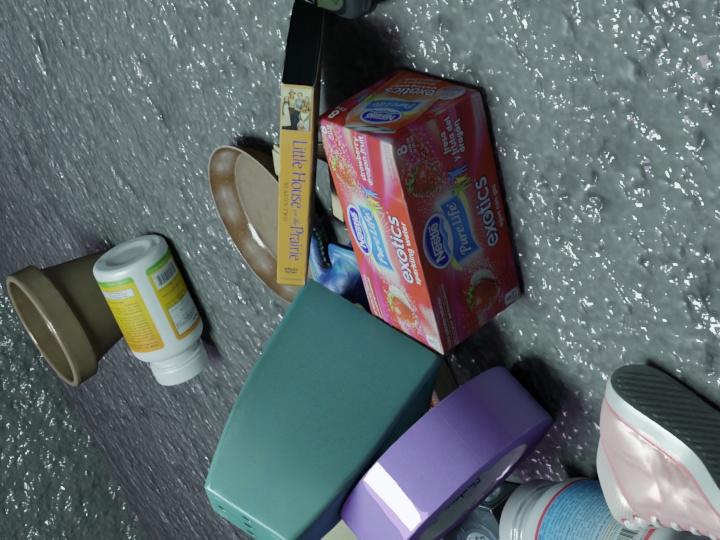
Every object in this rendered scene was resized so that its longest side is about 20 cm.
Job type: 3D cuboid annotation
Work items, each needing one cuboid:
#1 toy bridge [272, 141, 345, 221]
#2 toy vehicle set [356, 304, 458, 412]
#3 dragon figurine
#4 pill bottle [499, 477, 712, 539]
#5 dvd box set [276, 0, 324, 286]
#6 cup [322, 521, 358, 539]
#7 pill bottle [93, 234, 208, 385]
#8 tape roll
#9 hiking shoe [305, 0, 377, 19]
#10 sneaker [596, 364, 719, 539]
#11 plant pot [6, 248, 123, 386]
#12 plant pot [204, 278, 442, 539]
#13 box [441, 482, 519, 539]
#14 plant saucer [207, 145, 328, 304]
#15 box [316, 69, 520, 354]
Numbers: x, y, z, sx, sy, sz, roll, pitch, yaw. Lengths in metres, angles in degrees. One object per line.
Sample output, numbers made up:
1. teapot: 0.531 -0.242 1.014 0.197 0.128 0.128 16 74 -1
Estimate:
1. toy bridge: -0.014 -0.079 1.072 0.200 0.027 0.067 37 147 36
2. toy vehicle set: 0.056 0.121 1.178 0.124 0.026 0.201 0 120 60
3. dragon figurine: 0.000 0.000 1.076 0.199 0.059 0.100 11 104 36
4. pill bottle: 0.209 0.235 0.948 0.200 0.109 0.109 5 125 59
5. dvd box set: -0.051 -0.109 0.965 0.147 0.029 0.201 -88 2 -50
6. cup: 0.006 0.232 1.177 0.143 0.200 0.201 -19 105 36
7. pill bottle: -0.293 0.060 1.622 0.111 0.111 0.201 16 133 53
8. tape roll: 0.078 0.177 1.005 0.066 0.200 0.200 47 153 19
9. hiking shoe: -0.072 -0.241 0.900 0.200 0.101 0.076 36 149 36
10. sneaker: 0.247 0.165 0.821 0.200 0.075 0.105 43 137 41
11. plant pot: -0.432 0.054 1.784 0.200 0.174 0.201 40 150 29
12. plant pot: -0.044 0.144 1.007 0.141 0.200 0.141 31 158 12
13. box: 0.153 0.315 1.213 0.160 0.043 0.201 -6 115 62
14. plant saucer: -0.095 -0.053 1.235 0.200 0.034 0.201 39 149 30
15. box: 0.050 -0.047 0.915 0.100 0.095 0.201 27 142 47
